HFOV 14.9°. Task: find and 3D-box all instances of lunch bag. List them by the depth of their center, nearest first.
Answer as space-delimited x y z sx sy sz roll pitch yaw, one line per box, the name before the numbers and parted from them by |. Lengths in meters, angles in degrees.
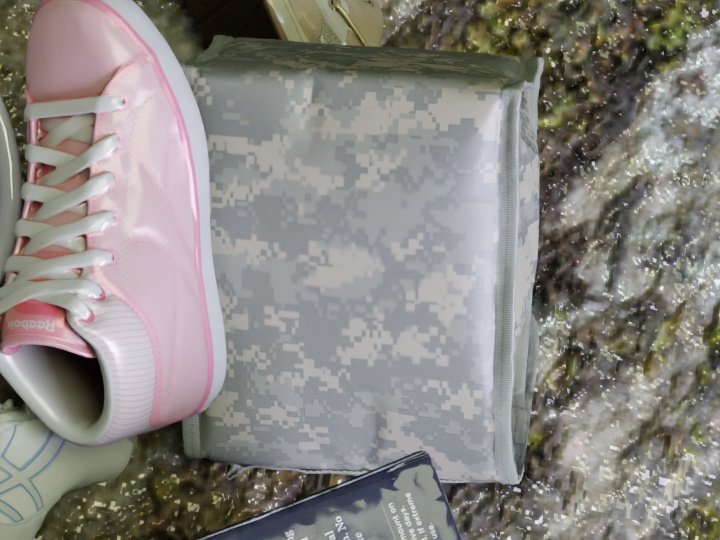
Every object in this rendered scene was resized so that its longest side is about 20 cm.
lunch bag | 0.000 0.000 1.270 0.163 0.118 0.201 4 102 8

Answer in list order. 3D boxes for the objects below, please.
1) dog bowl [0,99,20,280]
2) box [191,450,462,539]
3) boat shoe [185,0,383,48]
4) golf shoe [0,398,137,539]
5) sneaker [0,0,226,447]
dog bowl | -0.256 -0.032 1.222 0.199 0.079 0.201 6 73 -20
box | -0.068 0.180 1.175 0.197 0.200 0.124 -18 82 -23
boat shoe | -0.022 -0.110 1.349 0.065 0.072 0.201 -36 95 -31
golf shoe | -0.171 0.109 1.200 0.199 0.078 0.098 -6 72 -48
sneaker | -0.118 -0.019 1.184 0.105 0.075 0.201 -28 111 -55
